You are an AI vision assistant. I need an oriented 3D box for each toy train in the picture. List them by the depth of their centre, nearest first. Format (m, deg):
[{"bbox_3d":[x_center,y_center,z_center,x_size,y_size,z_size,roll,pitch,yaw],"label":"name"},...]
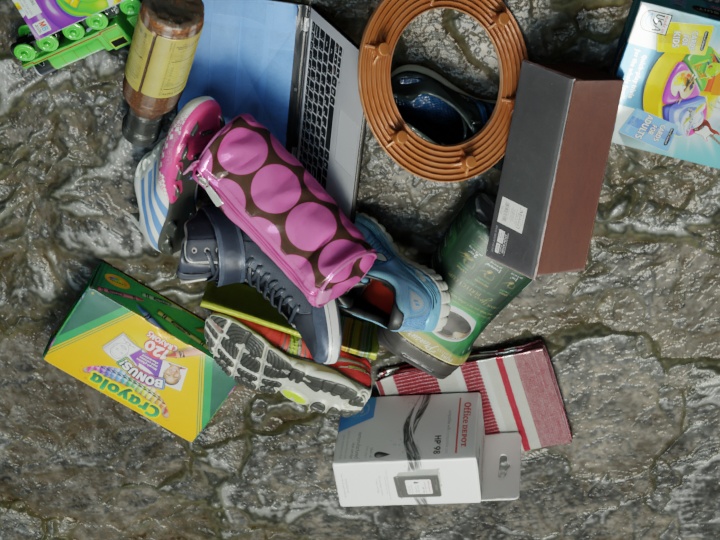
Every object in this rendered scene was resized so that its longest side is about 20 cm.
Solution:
[{"bbox_3d":[-0.259,-0.244,1.588,0.199,0.042,0.056,-19,137,22],"label":"toy train"}]

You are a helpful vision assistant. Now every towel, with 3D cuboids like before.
[{"bbox_3d":[-0.073,0.049,1.728,0.198,0.086,0.018,17,106,-5],"label":"towel"},{"bbox_3d":[0.129,0.155,1.812,0.198,0.023,0.145,-11,122,14],"label":"towel"}]

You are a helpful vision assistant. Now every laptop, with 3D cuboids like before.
[{"bbox_3d":[-0.090,-0.161,1.584,0.115,0.200,0.188,-12,128,-27],"label":"laptop"}]

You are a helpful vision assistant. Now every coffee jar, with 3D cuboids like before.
[{"bbox_3d":[0.105,0.021,1.691,0.104,0.086,0.200,30,119,-15],"label":"coffee jar"}]

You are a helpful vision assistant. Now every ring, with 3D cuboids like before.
[{"bbox_3d":[0.085,-0.185,1.523,0.199,0.019,0.202,-3,95,-32],"label":"ring"}]

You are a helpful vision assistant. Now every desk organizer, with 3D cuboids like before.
[{"bbox_3d":[0.190,-0.099,1.561,0.077,0.072,0.202,-6,114,-40],"label":"desk organizer"}]

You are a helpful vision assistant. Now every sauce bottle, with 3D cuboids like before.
[{"bbox_3d":[-0.202,-0.198,1.573,0.066,0.066,0.200,21,144,-7],"label":"sauce bottle"}]

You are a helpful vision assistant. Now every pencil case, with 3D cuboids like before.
[{"bbox_3d":[-0.079,-0.054,1.565,0.200,0.094,0.091,44,133,7],"label":"pencil case"}]

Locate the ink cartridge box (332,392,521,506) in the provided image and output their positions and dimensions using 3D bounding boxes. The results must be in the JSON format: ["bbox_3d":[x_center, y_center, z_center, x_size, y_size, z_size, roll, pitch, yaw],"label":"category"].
[{"bbox_3d":[0.076,0.196,1.764,0.198,0.116,0.067,-4,124,9],"label":"ink cartridge box"}]

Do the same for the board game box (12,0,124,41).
[{"bbox_3d":[-0.236,-0.317,1.504,0.199,0.105,0.103,-21,117,17],"label":"board game box"}]

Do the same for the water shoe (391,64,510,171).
[{"bbox_3d":[0.112,-0.135,1.596,0.199,0.079,0.072,22,122,-8],"label":"water shoe"}]

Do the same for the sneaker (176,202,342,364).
[{"bbox_3d":[-0.108,0.016,1.626,0.145,0.204,0.077,-13,158,-21],"label":"sneaker"}]

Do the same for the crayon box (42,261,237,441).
[{"bbox_3d":[-0.239,0.093,1.789,0.199,0.058,0.119,31,120,-13],"label":"crayon box"}]

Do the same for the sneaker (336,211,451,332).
[{"bbox_3d":[0.000,0.000,1.646,0.200,0.090,0.079,33,122,36],"label":"sneaker"}]

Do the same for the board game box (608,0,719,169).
[{"bbox_3d":[0.345,-0.180,1.562,0.198,0.047,0.152,13,123,-2],"label":"board game box"}]

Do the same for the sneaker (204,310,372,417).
[{"bbox_3d":[-0.079,0.092,1.757,0.199,0.085,0.077,27,132,-8],"label":"sneaker"}]

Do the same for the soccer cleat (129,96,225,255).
[{"bbox_3d":[-0.199,-0.106,1.643,0.086,0.070,0.201,40,132,25],"label":"soccer cleat"}]
